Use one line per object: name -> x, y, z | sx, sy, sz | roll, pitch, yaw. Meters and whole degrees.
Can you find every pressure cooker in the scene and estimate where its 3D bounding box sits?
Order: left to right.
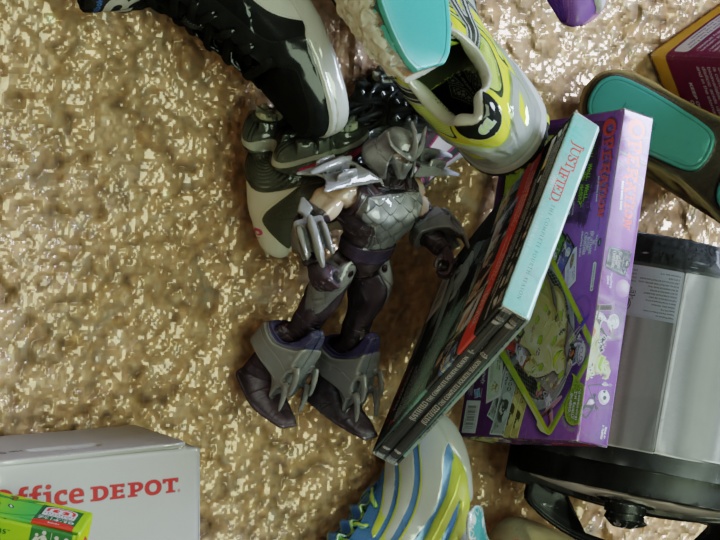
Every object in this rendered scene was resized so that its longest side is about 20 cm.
pressure cooker -> 0.186, 0.082, 1.474 | 0.178, 0.176, 0.201 | 12, 86, -29

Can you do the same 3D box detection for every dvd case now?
dvd case -> 0.071, 0.014, 1.363 | 0.022, 0.200, 0.146 | 28, 55, -7

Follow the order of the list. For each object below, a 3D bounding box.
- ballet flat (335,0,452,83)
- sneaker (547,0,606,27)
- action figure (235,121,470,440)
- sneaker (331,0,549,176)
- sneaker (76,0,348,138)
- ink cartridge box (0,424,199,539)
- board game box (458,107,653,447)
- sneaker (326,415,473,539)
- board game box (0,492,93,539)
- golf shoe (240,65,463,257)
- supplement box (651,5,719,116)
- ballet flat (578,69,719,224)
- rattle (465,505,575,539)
ballet flat -> 0.003, -0.191, 1.307 | 0.072, 0.072, 0.201 | -1, 73, -32
sneaker -> 0.068, -0.220, 1.376 | 0.088, 0.080, 0.200 | -37, 105, -6
action figure -> 0.000, 0.000, 1.363 | 0.130, 0.069, 0.201 | 0, 123, -36
sneaker -> 0.036, -0.145, 1.351 | 0.075, 0.200, 0.076 | -43, 158, 7
sneaker -> -0.097, -0.146, 1.315 | 0.112, 0.073, 0.201 | -28, 89, -23
ink cartridge box -> -0.171, 0.193, 1.314 | 0.146, 0.084, 0.201 | -3, 97, -31
board game box -> 0.118, 0.006, 1.421 | 0.032, 0.120, 0.201 | 14, 81, -28
sneaker -> 0.002, 0.181, 1.429 | 0.105, 0.076, 0.201 | 9, 92, -32
board game box -> -0.249, 0.157, 1.217 | 0.199, 0.048, 0.102 | 13, 96, 0
golf shoe -> 0.014, -0.072, 1.418 | 0.199, 0.077, 0.088 | -15, 126, -30
supplement box -> 0.308, -0.124, 1.510 | 0.131, 0.200, 0.103 | -34, 112, -23
ballet flat -> 0.230, -0.065, 1.491 | 0.200, 0.063, 0.069 | 35, 87, 13
rattle -> 0.097, 0.226, 1.457 | 0.143, 0.130, 0.200 | -44, 162, 16
